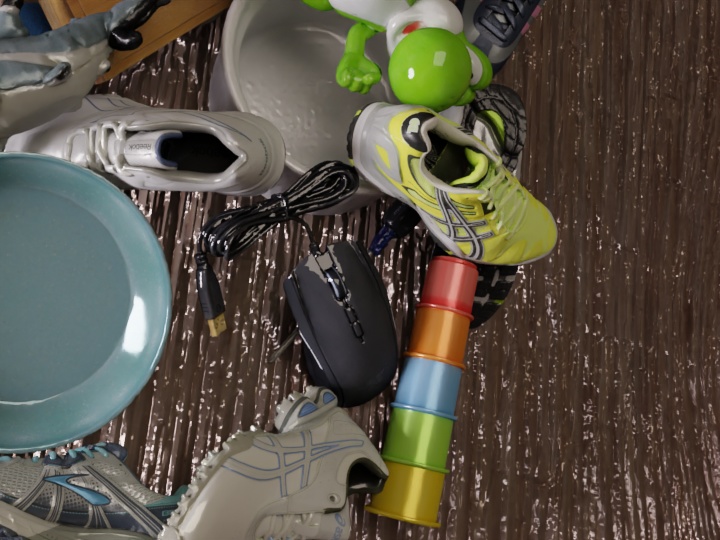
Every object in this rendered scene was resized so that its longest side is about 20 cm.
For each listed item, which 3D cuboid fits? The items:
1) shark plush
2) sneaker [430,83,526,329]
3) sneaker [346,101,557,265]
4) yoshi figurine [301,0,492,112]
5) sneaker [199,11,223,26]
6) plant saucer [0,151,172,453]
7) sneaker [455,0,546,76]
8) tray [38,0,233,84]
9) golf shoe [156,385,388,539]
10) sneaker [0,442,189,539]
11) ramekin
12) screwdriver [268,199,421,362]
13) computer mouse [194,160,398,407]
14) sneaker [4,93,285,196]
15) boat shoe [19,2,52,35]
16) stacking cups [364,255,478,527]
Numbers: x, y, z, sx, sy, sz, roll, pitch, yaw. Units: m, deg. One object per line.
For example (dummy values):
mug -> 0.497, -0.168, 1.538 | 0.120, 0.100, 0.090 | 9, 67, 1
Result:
shark plush -> -0.212, -0.142, 0.653 | 0.199, 0.091, 0.084 | -31, 86, -5
sneaker -> 0.101, -0.050, 0.862 | 0.073, 0.081, 0.202 | 10, 89, 4
sneaker -> 0.080, -0.054, 0.753 | 0.199, 0.076, 0.076 | 27, 81, -33
yoshi figurine -> 0.016, -0.187, 0.739 | 0.200, 0.112, 0.112 | 39, 67, -14
sneaker -> -0.186, -0.258, 0.780 | 0.199, 0.106, 0.075 | 21, 67, -16
plant saucer -> -0.227, 0.020, 0.686 | 0.198, 0.036, 0.202 | -4, 102, -18
sneaker -> 0.140, -0.258, 0.936 | 0.070, 0.082, 0.201 | 33, 65, -12
tray -> -0.146, -0.226, 0.757 | 0.200, 0.037, 0.099 | -45, 124, -38
golf shoe -> -0.051, 0.151, 0.687 | 0.097, 0.079, 0.200 | 38, 37, 16
sneaker -> -0.198, 0.152, 0.682 | 0.199, 0.078, 0.087 | 27, 53, -21
ramekin -> -0.025, -0.142, 0.821 | 0.199, 0.098, 0.202 | 6, 73, -21
screwdriver -> 0.000, 0.000, 0.804 | 0.029, 0.028, 0.201 | 37, 82, 2
computer mouse -> -0.039, 0.033, 0.743 | 0.139, 0.046, 0.202 | -22, 118, -19
sneaker -> -0.154, -0.086, 0.700 | 0.198, 0.087, 0.075 | -1, 95, 6
boat shoe -> -0.272, -0.132, 0.730 | 0.199, 0.069, 0.085 | -27, 78, -28
stacking cups -> 0.056, 0.090, 0.784 | 0.060, 0.060, 0.202 | 17, 81, -18
